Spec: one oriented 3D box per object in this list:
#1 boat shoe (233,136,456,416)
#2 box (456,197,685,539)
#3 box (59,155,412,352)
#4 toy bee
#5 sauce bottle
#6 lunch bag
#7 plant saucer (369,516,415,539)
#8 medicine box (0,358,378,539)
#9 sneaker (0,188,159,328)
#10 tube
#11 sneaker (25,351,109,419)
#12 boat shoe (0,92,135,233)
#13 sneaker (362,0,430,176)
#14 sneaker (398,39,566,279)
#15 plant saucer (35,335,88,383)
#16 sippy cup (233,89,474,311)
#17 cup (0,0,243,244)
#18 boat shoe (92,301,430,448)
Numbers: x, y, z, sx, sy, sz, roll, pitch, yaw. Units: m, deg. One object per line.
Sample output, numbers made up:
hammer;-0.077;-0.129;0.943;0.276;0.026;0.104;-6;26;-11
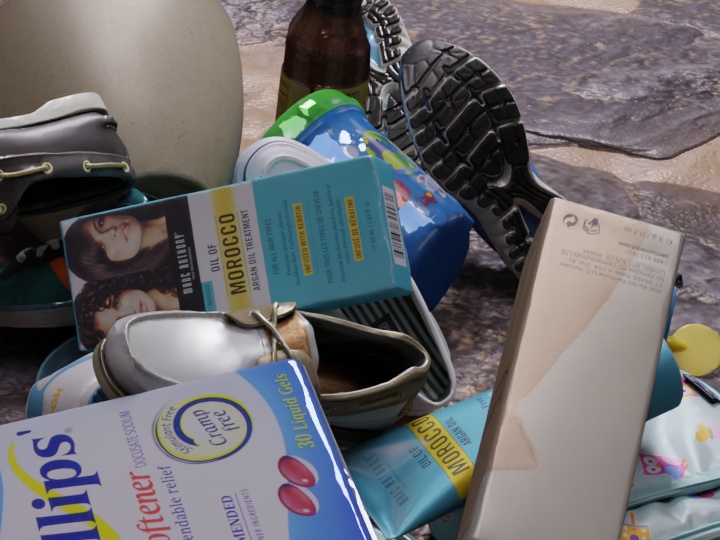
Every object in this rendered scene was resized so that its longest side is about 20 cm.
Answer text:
boat shoe;0.000;0.000;1.585;0.073;0.200;0.067;-41;10;-14
box;0.109;0.075;1.375;0.077;0.095;0.201;16;65;0
box;-0.074;-0.008;1.542;0.199;0.083;0.049;-12;-7;13
toy bee;0.157;0.045;1.656;0.130;0.110;0.200;13;3;25
sauce bottle;-0.024;-0.134;1.803;0.066;0.201;0.066;8;28;-4
lunch bag;0.153;0.133;1.488;0.199;0.078;0.160;-15;35;-27
plant saucer;-0.035;0.177;1.414;0.199;0.028;0.200;6;27;-3
medicine box;-0.098;0.157;1.299;0.199;0.103;0.183;-12;40;-11
sneaker;-0.158;-0.010;1.627;0.198;0.081;0.071;-6;7;4
tube;0.084;0.090;1.443;0.199;0.051;0.077;-23;35;-18
sneaker;-0.098;0.063;1.479;0.199;0.077;0.080;-9;10;-43
boat shoe;-0.219;-0.052;1.547;0.201;0.072;0.061;-23;75;-40
sneaker;0.034;-0.108;1.894;0.078;0.090;0.201;-21;53;4
sneaker;0.079;-0.072;1.768;0.078;0.201;0.089;-37;24;-9
plant saucer;-0.096;0.080;1.562;0.199;0.028;0.200;4;25;-2
sippy cup;-0.002;-0.030;1.707;0.130;0.140;0.178;34;54;20
cup;-0.160;-0.080;1.705;0.199;0.201;0.144;-3;48;-21
boat shoe;-0.050;0.048;1.402;0.199;0.068;0.075;7;53;-40
